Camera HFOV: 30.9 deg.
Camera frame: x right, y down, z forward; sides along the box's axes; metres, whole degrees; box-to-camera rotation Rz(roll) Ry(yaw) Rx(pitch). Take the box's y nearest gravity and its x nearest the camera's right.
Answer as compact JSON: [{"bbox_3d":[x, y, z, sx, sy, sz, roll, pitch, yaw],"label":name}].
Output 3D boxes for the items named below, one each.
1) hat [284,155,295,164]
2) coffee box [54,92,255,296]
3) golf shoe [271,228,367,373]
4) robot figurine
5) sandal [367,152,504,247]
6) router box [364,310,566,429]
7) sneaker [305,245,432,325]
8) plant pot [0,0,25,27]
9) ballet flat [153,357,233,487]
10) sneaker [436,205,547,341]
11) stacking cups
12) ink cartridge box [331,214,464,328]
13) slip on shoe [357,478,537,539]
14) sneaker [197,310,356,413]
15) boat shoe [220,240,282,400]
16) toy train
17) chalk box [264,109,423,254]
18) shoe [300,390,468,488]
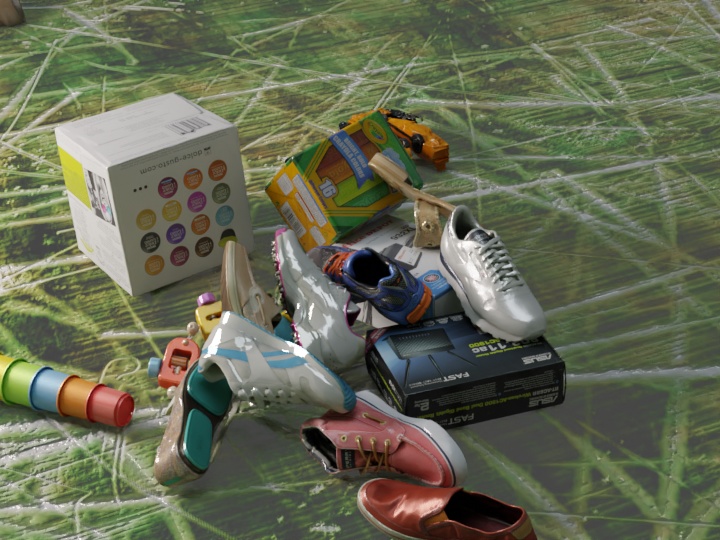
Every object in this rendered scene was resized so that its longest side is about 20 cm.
[{"bbox_3d":[-0.058,-0.061,1.913,0.164,0.178,0.200,13,-6,30],"label":"hat"},{"bbox_3d":[-0.290,-0.112,1.844,0.198,0.199,0.200,-21,31,-27],"label":"coffee box"},{"bbox_3d":[-0.051,0.035,1.560,0.091,0.075,0.201,-15,66,-5],"label":"golf shoe"},{"bbox_3d":[0.051,-0.211,2.132,0.144,0.059,0.200,-18,32,-25],"label":"robot figurine"},{"bbox_3d":[0.082,-0.064,1.674,0.211,0.078,0.070,37,85,17],"label":"sandal"},{"bbox_3d":[0.119,0.112,1.519,0.198,0.063,0.150,-11,30,-14],"label":"router box"},{"bbox_3d":[0.000,0.000,1.582,0.199,0.079,0.076,15,64,43],"label":"sneaker"},{"bbox_3d":[-0.861,-0.608,2.878,0.172,0.201,0.200,-24,31,-4],"label":"plant pot"},{"bbox_3d":[-0.193,0.168,1.457,0.067,0.068,0.200,-37,18,24],"label":"ballet flat"},{"bbox_3d":[0.154,0.006,1.544,0.076,0.081,0.200,-12,41,-29],"label":"sneaker"},{"bbox_3d":[-0.360,0.147,1.532,0.198,0.061,0.061,14,33,23],"label":"stacking cups"},{"bbox_3d":[0.064,0.012,1.690,0.199,0.084,0.145,21,37,38],"label":"ink cartridge box"},{"bbox_3d":[0.085,0.239,1.291,0.199,0.062,0.074,13,34,32],"label":"slip on shoe"},{"bbox_3d":[-0.090,0.119,1.430,0.199,0.077,0.081,23,75,32],"label":"sneaker"},{"bbox_3d":[-0.126,0.058,1.548,0.064,0.071,0.202,-5,66,-14],"label":"boat shoe"},{"bbox_3d":[-0.151,0.107,1.583,0.198,0.056,0.151,7,55,-1],"label":"toy train"},{"bbox_3d":[-0.005,-0.125,1.775,0.199,0.125,0.124,-33,-2,-27],"label":"chalk box"},{"bbox_3d":[0.021,0.193,1.381,0.091,0.072,0.199,-23,28,-30],"label":"shoe"}]
